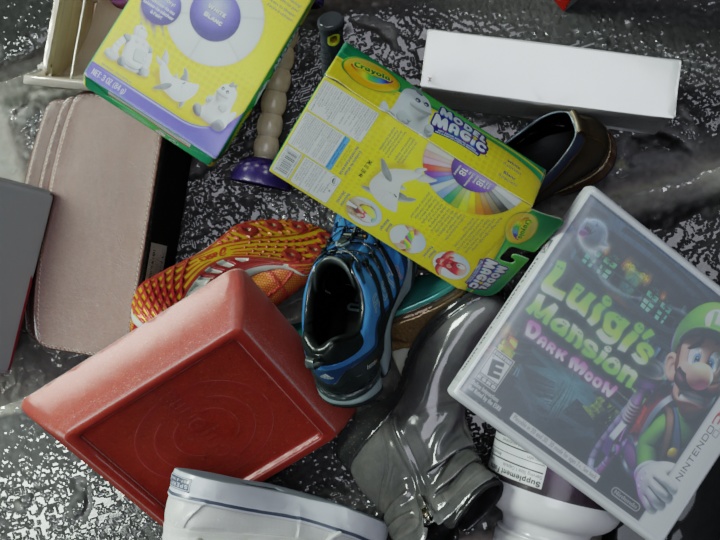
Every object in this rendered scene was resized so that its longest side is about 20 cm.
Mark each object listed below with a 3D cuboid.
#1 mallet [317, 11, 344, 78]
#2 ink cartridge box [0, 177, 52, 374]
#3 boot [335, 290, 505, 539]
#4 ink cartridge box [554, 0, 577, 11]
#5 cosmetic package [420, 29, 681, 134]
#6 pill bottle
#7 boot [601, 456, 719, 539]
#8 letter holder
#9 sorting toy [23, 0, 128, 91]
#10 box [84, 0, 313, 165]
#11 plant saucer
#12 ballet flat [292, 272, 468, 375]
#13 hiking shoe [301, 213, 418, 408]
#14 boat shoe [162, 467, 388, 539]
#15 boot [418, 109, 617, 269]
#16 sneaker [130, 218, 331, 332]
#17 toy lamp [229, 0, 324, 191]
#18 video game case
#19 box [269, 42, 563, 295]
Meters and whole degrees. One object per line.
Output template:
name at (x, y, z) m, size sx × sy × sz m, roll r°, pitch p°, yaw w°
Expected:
mallet at (-0.028, -0.127, 0.955) m, size 0.065 × 0.200 × 0.042 m, roll -17°, pitch 64°, yaw 1°
ink cartridge box at (-0.351, -0.015, 0.981) m, size 0.198 × 0.083 × 0.147 m, roll 13°, pitch 90°, yaw 34°
boot at (0.076, 0.125, 0.967) m, size 0.201 × 0.069 × 0.132 m, roll -55°, pitch 45°, yaw 17°
ink cartridge box at (0.141, -0.308, 0.941) m, size 0.084 × 0.200 × 0.176 m, roll -38°, pitch 87°, yaw 3°
cosmetic package at (0.148, -0.151, 0.998) m, size 0.197 × 0.083 × 0.051 m, roll 8°, pitch 90°, yaw 3°
pill bottle at (0.163, 0.128, 0.977) m, size 0.111 × 0.112 × 0.203 m, roll 13°, pitch 90°, yaw 4°
boot at (0.289, 0.158, 0.991) m, size 0.163 × 0.066 × 0.203 m, roll 13°, pitch 87°, yaw 12°
letter holder at (-0.225, -0.039, 1.011) m, size 0.140 × 0.101 × 0.203 m, roll 9°, pitch 90°, yaw 5°
sorting toy at (-0.153, -0.225, 0.995) m, size 0.178 × 0.107 × 0.203 m, roll 9°, pitch 87°, yaw 9°
box at (-0.106, -0.195, 0.937) m, size 0.117 × 0.048 × 0.202 m, roll 31°, pitch 80°, yaw -10°
plant saucer at (-0.122, 0.116, 0.961) m, size 0.199 × 0.200 × 0.037 m, roll -31°, pitch 43°, yaw 7°
ballet flat at (0.004, 0.062, 1.017) m, size 0.198 × 0.068 × 0.073 m, roll -20°, pitch 108°, yaw 3°
hiking shoe at (0.000, 0.000, 0.953) m, size 0.073 × 0.087 × 0.202 m, roll -3°, pitch 59°, yaw 16°
boat shoe at (-0.066, 0.214, 0.970) m, size 0.200 × 0.074 × 0.087 m, roll 20°, pitch 82°, yaw -38°
boot at (0.101, -0.068, 0.978) m, size 0.199 × 0.097 × 0.075 m, roll -31°, pitch 73°, yaw 14°
sneaker at (-0.101, 0.016, 0.995) m, size 0.199 × 0.078 × 0.073 m, roll -25°, pitch 51°, yaw -32°
toy lamp at (-0.067, -0.170, 1.025) m, size 0.057 × 0.058 × 0.203 m, roll 11°, pitch 89°, yaw 4°
video game case at (0.191, 0.071, 0.911) m, size 0.199 × 0.023 × 0.183 m, roll 36°, pitch 86°, yaw -10°
box at (0.044, -0.067, 0.911) m, size 0.199 × 0.117 × 0.049 m, roll 33°, pitch 49°, yaw -5°
